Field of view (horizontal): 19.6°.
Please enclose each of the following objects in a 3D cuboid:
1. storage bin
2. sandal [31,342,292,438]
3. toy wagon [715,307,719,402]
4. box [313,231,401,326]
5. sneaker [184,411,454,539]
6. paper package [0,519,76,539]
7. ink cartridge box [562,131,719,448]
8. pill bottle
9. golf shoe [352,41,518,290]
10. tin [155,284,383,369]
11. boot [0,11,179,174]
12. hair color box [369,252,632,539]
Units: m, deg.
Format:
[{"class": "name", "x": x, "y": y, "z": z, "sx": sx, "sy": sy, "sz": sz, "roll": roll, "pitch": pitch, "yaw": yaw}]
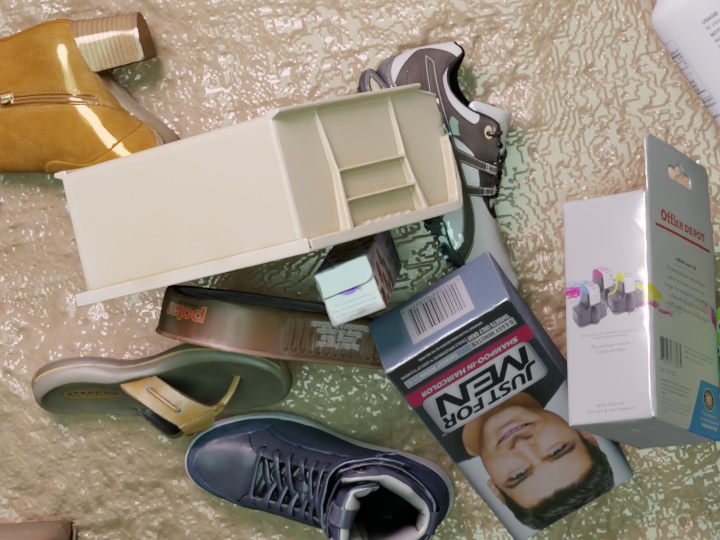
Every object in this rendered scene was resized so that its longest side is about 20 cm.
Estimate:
[{"class": "storage bin", "x": -0.066, "y": -0.053, "z": 1.419, "sx": 0.200, "sy": 0.199, "sz": 0.094, "roll": -14, "pitch": 91, "yaw": 36}, {"class": "sandal", "x": -0.146, "y": 0.095, "z": 1.531, "sx": 0.200, "sy": 0.080, "sz": 0.054, "roll": -5, "pitch": 57, "yaw": 10}, {"class": "toy wagon", "x": 0.304, "y": 0.071, "z": 1.456, "sx": 0.200, "sy": 0.040, "sz": 0.155, "roll": 24, "pitch": 99, "yaw": 40}, {"class": "box", "x": 0.000, "y": 0.000, "z": 1.452, "sx": 0.041, "sy": 0.200, "sz": 0.039, "roll": -19, "pitch": 96, "yaw": 7}, {"class": "sneaker", "x": -0.037, "y": 0.156, "z": 1.499, "sx": 0.202, "sy": 0.146, "sz": 0.077, "roll": 9, "pitch": 97, "yaw": 6}, {"class": "paper package", "x": -0.308, "y": 0.289, "z": 1.557, "sx": 0.200, "sy": 0.103, "sz": 0.191, "roll": -4, "pitch": 93, "yaw": 7}, {"class": "ink cartridge box", "x": 0.196, "y": 0.016, "z": 1.457, "sx": 0.068, "sy": 0.115, "sz": 0.200, "roll": -8, "pitch": 73, "yaw": 31}, {"class": "pill bottle", "x": 0.275, "y": -0.165, "z": 1.455, "sx": 0.113, "sy": 0.113, "sz": 0.200, "roll": -35, "pitch": 91, "yaw": 7}, {"class": "golf shoe", "x": 0.078, "y": -0.071, "z": 1.501, "sx": 0.094, "sy": 0.078, "sz": 0.200, "roll": -28, "pitch": 93, "yaw": 7}, {"class": "tin", "x": -0.052, "y": 0.040, "z": 1.471, "sx": 0.112, "sy": 0.200, "sz": 0.042, "roll": 18, "pitch": 96, "yaw": 44}, {"class": "boot", "x": -0.207, "y": -0.085, "z": 1.538, "sx": 0.144, "sy": 0.071, "sz": 0.201, "roll": -14, "pitch": 90, "yaw": 13}, {"class": "hair color box", "x": 0.101, "y": 0.092, "z": 1.468, "sx": 0.099, "sy": 0.061, "sz": 0.200, "roll": -31, "pitch": 126, "yaw": 8}]
